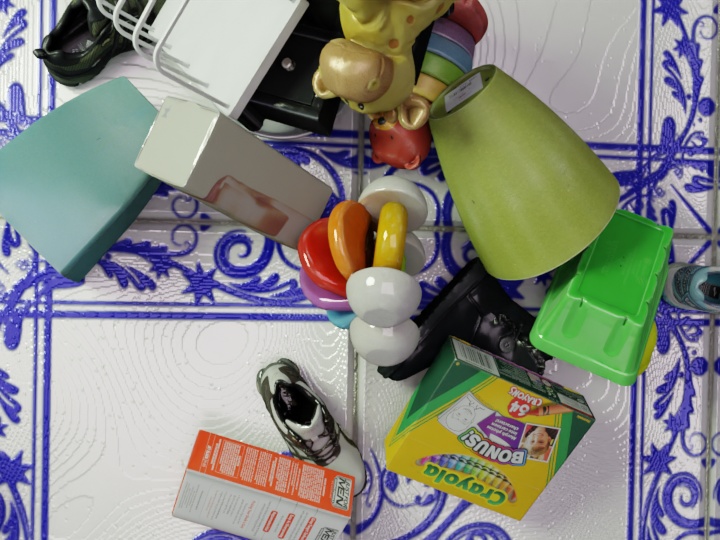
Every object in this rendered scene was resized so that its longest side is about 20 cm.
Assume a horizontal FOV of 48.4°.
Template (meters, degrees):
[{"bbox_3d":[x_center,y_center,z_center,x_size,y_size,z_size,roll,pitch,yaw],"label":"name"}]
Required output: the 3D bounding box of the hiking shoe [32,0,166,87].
[{"bbox_3d":[-0.283,-0.291,0.924,0.200,0.101,0.076,-43,97,-5],"label":"hiking shoe"}]

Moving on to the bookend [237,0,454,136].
[{"bbox_3d":[-0.019,-0.235,0.876,0.195,0.092,0.204,17,89,9],"label":"bookend"}]

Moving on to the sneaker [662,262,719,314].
[{"bbox_3d":[0.500,0.034,1.051,0.196,0.086,0.079,4,91,-8],"label":"sneaker"}]

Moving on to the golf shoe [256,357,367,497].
[{"bbox_3d":[-0.059,0.202,0.969,0.077,0.094,0.201,-38,97,-7],"label":"golf shoe"}]

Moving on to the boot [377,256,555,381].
[{"bbox_3d":[0.141,0.108,1.004,0.200,0.076,0.168,-45,94,-10],"label":"boot"}]

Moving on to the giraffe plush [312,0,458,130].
[{"bbox_3d":[0.010,-0.229,0.770,0.197,0.172,0.165,0,118,-39],"label":"giraffe plush"}]

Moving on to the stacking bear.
[{"bbox_3d":[0.071,-0.221,0.970,0.120,0.113,0.203,19,85,33],"label":"stacking bear"}]

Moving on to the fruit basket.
[{"bbox_3d":[0.307,0.052,1.001,0.153,0.216,0.219,23,87,14],"label":"fruit basket"}]

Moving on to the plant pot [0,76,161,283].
[{"bbox_3d":[-0.306,-0.110,0.910,0.141,0.141,0.200,45,77,-7],"label":"plant pot"}]

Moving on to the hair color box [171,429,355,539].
[{"bbox_3d":[-0.115,0.269,0.955,0.197,0.062,0.102,20,129,-8],"label":"hair color box"}]

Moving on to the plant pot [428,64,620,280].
[{"bbox_3d":[0.168,-0.127,0.924,0.187,0.187,0.201,-43,114,-5],"label":"plant pot"}]

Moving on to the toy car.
[{"bbox_3d":[0.000,0.000,0.923,0.147,0.201,0.178,4,55,5],"label":"toy car"}]

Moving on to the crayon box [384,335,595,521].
[{"bbox_3d":[0.153,0.196,0.975,0.197,0.059,0.174,24,112,-14],"label":"crayon box"}]

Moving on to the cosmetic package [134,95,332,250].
[{"bbox_3d":[-0.136,-0.103,0.895,0.199,0.103,0.088,30,86,-49],"label":"cosmetic package"}]

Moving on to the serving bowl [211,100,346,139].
[{"bbox_3d":[-0.098,-0.256,0.969,0.196,0.066,0.205,0,91,-8],"label":"serving bowl"}]

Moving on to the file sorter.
[{"bbox_3d":[-0.179,-0.281,0.821,0.200,0.124,0.140,46,107,34],"label":"file sorter"}]
